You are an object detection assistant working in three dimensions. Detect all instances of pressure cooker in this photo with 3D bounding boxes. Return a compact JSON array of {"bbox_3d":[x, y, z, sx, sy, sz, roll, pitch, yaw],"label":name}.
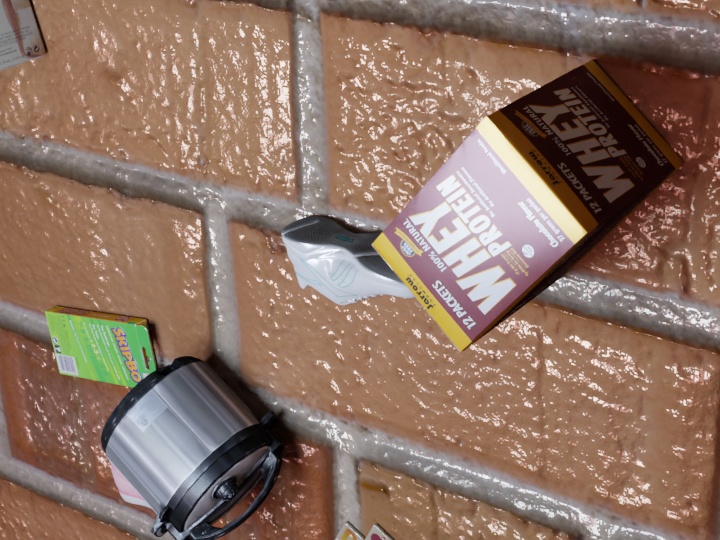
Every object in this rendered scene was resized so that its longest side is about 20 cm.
[{"bbox_3d":[-0.202,0.231,1.741,0.200,0.178,0.177,43,125,17],"label":"pressure cooker"}]

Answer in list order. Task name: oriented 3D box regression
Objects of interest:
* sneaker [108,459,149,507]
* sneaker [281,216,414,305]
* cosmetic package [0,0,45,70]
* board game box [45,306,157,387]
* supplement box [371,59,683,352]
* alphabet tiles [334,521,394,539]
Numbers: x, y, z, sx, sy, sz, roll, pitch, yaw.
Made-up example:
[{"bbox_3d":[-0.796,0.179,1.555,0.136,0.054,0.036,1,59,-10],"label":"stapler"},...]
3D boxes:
[{"bbox_3d":[-0.269,0.260,1.878,0.199,0.075,0.106,-1,115,43],"label":"sneaker"},{"bbox_3d":[0.000,0.000,1.556,0.199,0.070,0.081,19,130,38],"label":"sneaker"},{"bbox_3d":[-0.482,-0.350,1.760,0.103,0.087,0.202,-1,110,41],"label":"cosmetic package"},{"bbox_3d":[-0.344,0.105,1.901,0.199,0.030,0.096,7,115,39],"label":"board game box"},{"bbox_3d":[0.155,-0.061,1.305,0.133,0.200,0.197,50,132,8],"label":"supplement box"},{"bbox_3d":[0.018,0.411,1.765,0.166,0.006,0.201,41,130,17],"label":"alphabet tiles"}]
